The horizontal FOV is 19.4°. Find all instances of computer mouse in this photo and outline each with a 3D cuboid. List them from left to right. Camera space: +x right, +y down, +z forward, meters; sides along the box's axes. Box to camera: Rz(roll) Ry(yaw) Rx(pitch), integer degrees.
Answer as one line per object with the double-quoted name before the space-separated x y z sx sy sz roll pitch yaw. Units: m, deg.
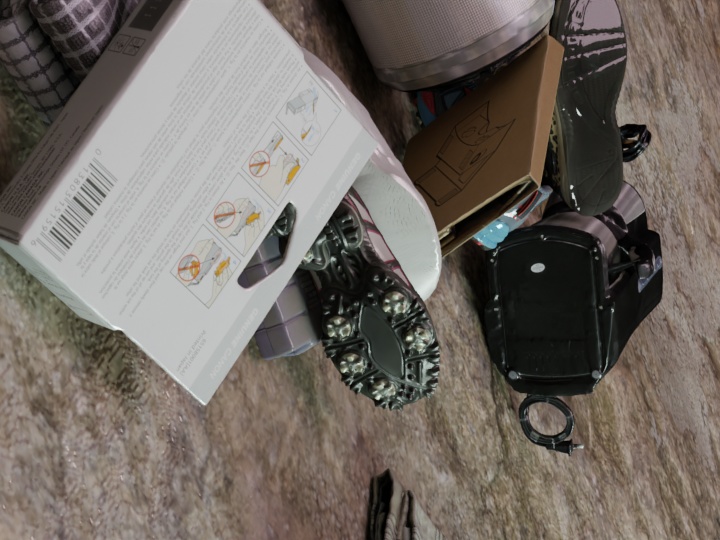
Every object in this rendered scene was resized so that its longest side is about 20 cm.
"computer mouse" 0.184 -0.103 1.851 0.034 0.200 0.059 46 59 -18

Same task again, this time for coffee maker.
"coffee maker" 0.183 0.028 1.844 0.200 0.134 0.193 -36 146 -65

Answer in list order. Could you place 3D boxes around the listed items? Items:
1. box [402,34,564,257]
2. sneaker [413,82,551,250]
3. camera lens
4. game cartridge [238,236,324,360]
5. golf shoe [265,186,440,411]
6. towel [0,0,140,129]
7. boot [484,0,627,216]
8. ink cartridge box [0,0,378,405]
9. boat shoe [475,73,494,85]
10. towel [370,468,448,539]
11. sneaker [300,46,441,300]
"box" 0.085 -0.084 1.629 0.021 0.163 0.200 42 33 -19
"sneaker" 0.112 -0.113 1.763 0.079 0.095 0.201 30 35 -45
"camera lens" 0.054 -0.255 1.679 0.201 0.159 0.160 64 25 -19
"game cartridge" -0.041 -0.017 1.465 0.200 0.038 0.130 -27 102 -67
"golf shoe" 0.000 0.000 1.415 0.201 0.077 0.088 62 18 -23
"towel" -0.141 -0.154 1.271 0.166 0.085 0.201 56 28 -36
"boot" 0.160 -0.158 1.783 0.150 0.073 0.201 32 -46 59
"ink cartridge box" -0.097 -0.052 1.205 0.201 0.043 0.174 -57 133 -15
"boat shoe" 0.157 -0.143 1.948 0.199 0.068 0.074 35 43 -55
"towel" 0.059 0.267 1.486 0.200 0.034 0.193 53 30 -37
"sneaker" 0.000 -0.071 1.478 0.201 0.075 0.089 62 13 -20
